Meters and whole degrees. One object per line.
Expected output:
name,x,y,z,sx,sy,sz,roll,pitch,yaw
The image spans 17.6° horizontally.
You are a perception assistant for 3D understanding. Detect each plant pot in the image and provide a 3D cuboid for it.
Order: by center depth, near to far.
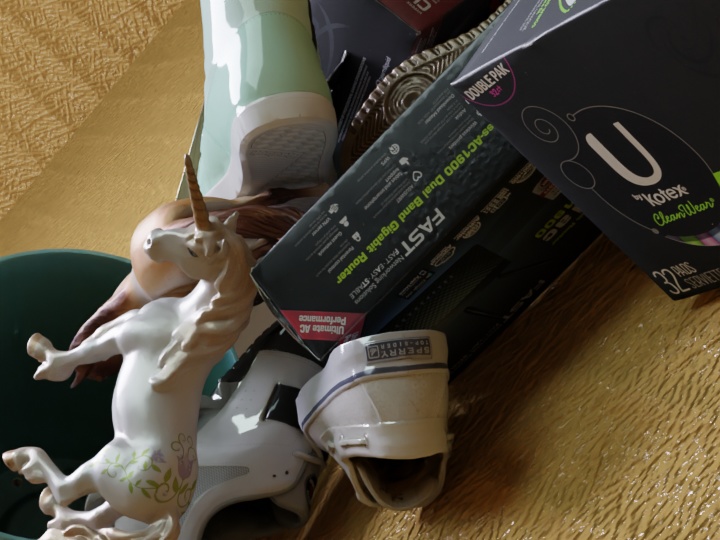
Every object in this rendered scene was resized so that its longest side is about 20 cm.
plant pot,-0.173,0.115,1.337,0.161,0.200,0.201,102,-166,-50

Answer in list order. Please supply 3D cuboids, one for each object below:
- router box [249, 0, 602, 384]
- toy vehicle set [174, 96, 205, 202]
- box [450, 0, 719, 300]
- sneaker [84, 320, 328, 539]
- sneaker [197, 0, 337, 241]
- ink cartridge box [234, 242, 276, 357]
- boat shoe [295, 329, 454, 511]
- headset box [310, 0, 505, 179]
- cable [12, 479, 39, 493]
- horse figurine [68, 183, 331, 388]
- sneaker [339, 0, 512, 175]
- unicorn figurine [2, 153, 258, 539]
router box,0.060,-0.034,1.132,0.200,0.062,0.150,-45,-23,14
toy vehicle set,-0.049,-0.091,1.382,0.200,0.026,0.125,-22,-50,-71
box,0.164,-0.094,0.946,0.124,0.148,0.200,-54,15,-25
sneaker,-0.042,0.091,1.223,0.200,0.088,0.074,-43,-24,-18
sneaker,-0.051,-0.091,1.222,0.201,0.073,0.119,116,147,-67
ink cartridge box,-0.124,0.068,1.532,0.200,0.085,0.145,-26,27,55
boat shoe,0.012,0.081,1.108,0.200,0.071,0.070,120,144,-74
headset box,0.033,-0.138,1.299,0.200,0.075,0.149,-39,-19,-38
cable,-0.228,0.191,1.514,0.200,0.051,0.164,-59,37,38
horse figurine,-0.079,0.001,1.216,0.200,0.132,0.050,126,135,-64
sneaker,0.084,-0.091,1.230,0.200,0.071,0.113,-39,-26,0
unicorn figurine,-0.108,0.054,1.139,0.137,0.074,0.201,-7,84,37
